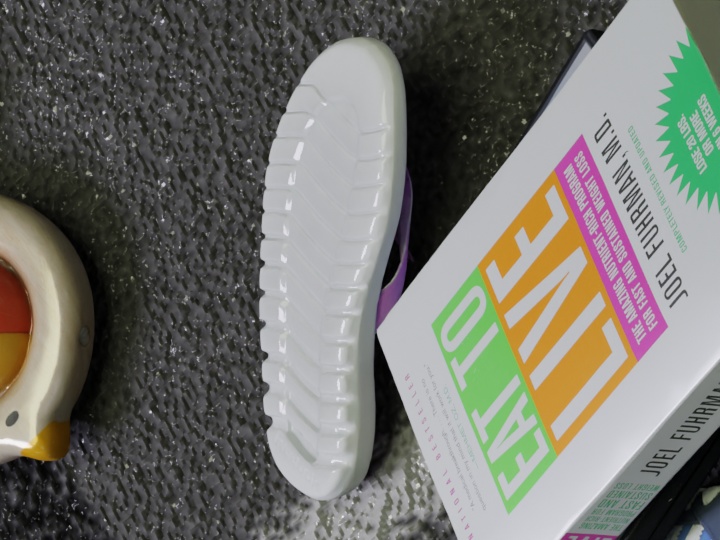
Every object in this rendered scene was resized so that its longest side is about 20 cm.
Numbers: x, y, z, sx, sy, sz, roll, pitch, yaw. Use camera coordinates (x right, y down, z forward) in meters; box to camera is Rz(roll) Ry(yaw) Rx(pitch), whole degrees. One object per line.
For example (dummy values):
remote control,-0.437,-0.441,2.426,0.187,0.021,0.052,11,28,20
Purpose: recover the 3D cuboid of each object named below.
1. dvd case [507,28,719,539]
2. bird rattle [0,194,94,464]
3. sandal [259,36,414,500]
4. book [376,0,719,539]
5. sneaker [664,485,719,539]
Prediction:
dvd case,0.091,0.014,0.929,0.143,0.017,0.200,-60,30,23
bird rattle,-0.197,0.022,1.157,0.162,0.113,0.201,3,77,22
sandal,-0.005,-0.003,1.041,0.082,0.050,0.204,29,118,45
book,0.087,0.012,0.859,0.200,0.048,0.134,-55,40,38
sneaker,0.155,0.088,0.871,0.200,0.080,0.147,-121,48,-64
